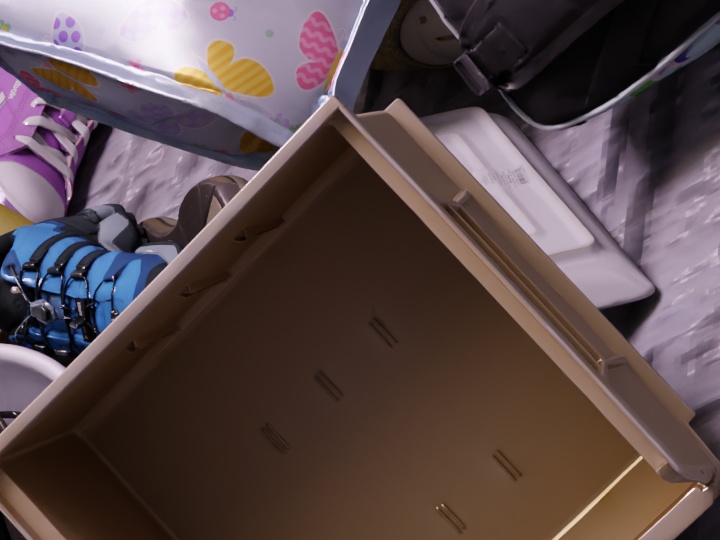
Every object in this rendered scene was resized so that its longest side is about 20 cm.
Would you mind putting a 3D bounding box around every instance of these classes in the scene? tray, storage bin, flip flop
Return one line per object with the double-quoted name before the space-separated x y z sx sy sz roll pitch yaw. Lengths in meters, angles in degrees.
"tray" 0.044 -0.027 1.301 0.107 0.022 0.200 -12 27 -12
"storage bin" -0.001 0.074 1.122 0.200 0.199 0.094 -45 -6 14
"flip flop" -0.064 -0.001 1.433 0.200 0.057 0.082 138 119 -69

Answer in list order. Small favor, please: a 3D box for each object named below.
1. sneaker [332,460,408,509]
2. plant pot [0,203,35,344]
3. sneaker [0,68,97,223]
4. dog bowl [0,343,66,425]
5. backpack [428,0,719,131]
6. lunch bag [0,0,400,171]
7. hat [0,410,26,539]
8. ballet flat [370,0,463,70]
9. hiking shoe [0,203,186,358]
"sneaker" 0.004 0.095 1.221 0.200 0.084 0.077 -47 28 10
"plant pot" -0.257 0.020 1.552 0.200 0.142 0.200 -46 -2 -2
"sneaker" -0.173 -0.100 1.729 0.114 0.073 0.201 -38 31 19
"dog bowl" -0.177 0.139 1.387 0.199 0.079 0.201 -18 53 25
"backpack" 0.116 -0.177 1.265 0.200 0.178 0.151 -36 2 27
"lunch bag" -0.064 -0.141 1.393 0.199 0.127 0.170 16 80 33
"hat" -0.143 0.110 1.260 0.081 0.202 0.200 -23 10 -35
"ballet flat" 0.067 -0.140 1.424 0.200 0.071 0.071 -36 32 29
"hiking shoe" -0.126 0.022 1.399 0.086 0.075 0.200 -11 13 -18
